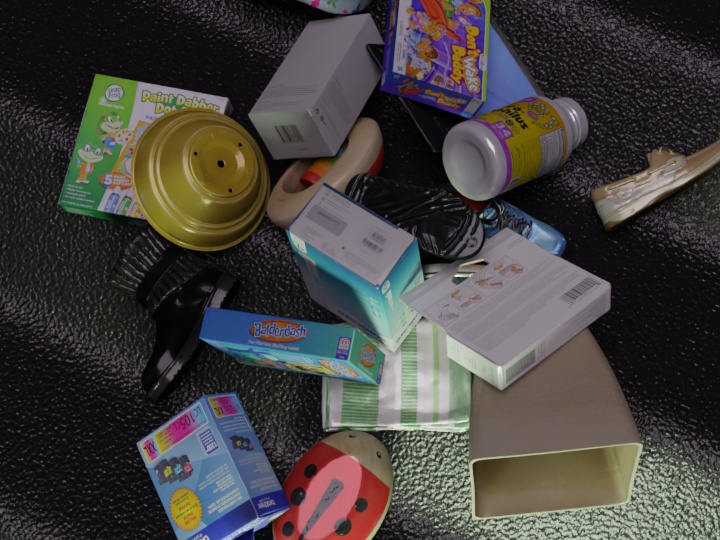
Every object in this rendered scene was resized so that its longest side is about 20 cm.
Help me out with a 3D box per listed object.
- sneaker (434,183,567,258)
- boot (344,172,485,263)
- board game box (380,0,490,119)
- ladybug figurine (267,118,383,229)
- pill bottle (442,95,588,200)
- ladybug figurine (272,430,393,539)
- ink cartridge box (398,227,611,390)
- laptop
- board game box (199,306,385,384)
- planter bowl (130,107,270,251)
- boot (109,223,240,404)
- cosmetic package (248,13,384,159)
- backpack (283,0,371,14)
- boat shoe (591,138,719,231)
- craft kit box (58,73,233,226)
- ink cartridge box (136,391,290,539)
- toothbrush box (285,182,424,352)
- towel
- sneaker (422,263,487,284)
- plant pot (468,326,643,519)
[{"bbox_3d":[0.177,-0.059,1.705,0.199,0.090,0.079,21,77,9],"label":"sneaker"},{"bbox_3d":[0.086,-0.052,1.659,0.199,0.168,0.077,22,83,24],"label":"boot"},{"bbox_3d":[0.103,-0.313,1.732,0.134,0.045,0.201,15,59,-16],"label":"board game box"},{"bbox_3d":[-0.038,-0.122,1.725,0.200,0.136,0.072,-47,121,-15],"label":"ladybug figurine"},{"bbox_3d":[0.208,-0.168,1.692,0.200,0.104,0.104,-24,71,-37],"label":"pill bottle"},{"bbox_3d":[-0.037,0.293,1.636,0.135,0.072,0.200,29,79,11],"label":"ladybug figurine"},{"bbox_3d":[0.178,0.042,1.587,0.200,0.045,0.176,-32,45,-28],"label":"ink cartridge box"},{"bbox_3d":[0.134,-0.263,1.753,0.103,0.200,0.178,-40,75,31],"label":"laptop"},{"bbox_3d":[-0.083,0.096,1.634,0.199,0.152,0.045,8,76,17],"label":"board game box"},{"bbox_3d":[-0.197,-0.132,1.712,0.200,0.083,0.201,6,75,-25],"label":"planter bowl"},{"bbox_3d":[-0.273,0.057,1.713,0.157,0.079,0.212,28,68,4],"label":"boot"},{"bbox_3d":[-0.052,-0.247,1.726,0.107,0.085,0.200,1,47,36],"label":"cosmetic package"},{"bbox_3d":[-0.068,-0.436,1.782,0.199,0.178,0.151,24,119,4],"label":"backpack"},{"bbox_3d":[0.399,-0.128,1.716,0.199,0.074,0.067,-30,80,-4],"label":"boat shoe"},{"bbox_3d":[-0.297,-0.161,1.796,0.199,0.049,0.198,11,73,7],"label":"craft kit box"},{"bbox_3d":[-0.179,0.272,1.624,0.136,0.076,0.201,-36,74,28],"label":"ink cartridge box"},{"bbox_3d":[0.000,0.000,1.635,0.146,0.200,0.085,32,71,22],"label":"toothbrush box"},{"bbox_3d":[0.048,0.137,1.697,0.199,0.023,0.153,-2,74,4],"label":"towel"},{"bbox_3d":[0.175,0.032,1.688,0.199,0.078,0.080,4,88,13],"label":"sneaker"},{"bbox_3d":[0.224,0.180,1.591,0.199,0.200,0.178,-6,60,2],"label":"plant pot"}]
